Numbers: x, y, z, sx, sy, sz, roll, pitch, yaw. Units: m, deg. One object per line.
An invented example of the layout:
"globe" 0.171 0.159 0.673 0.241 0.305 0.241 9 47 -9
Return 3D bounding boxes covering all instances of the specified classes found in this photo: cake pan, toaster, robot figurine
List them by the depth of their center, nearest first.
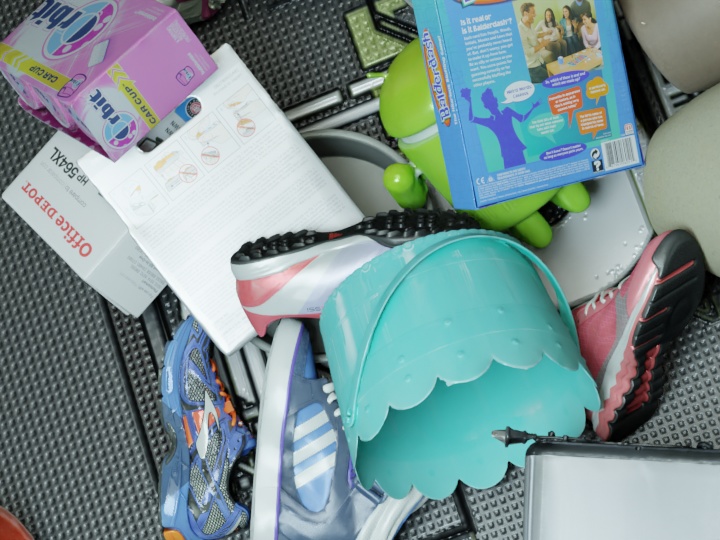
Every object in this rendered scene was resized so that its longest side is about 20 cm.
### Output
"toaster" 0.208 0.188 1.575 0.200 0.181 0.119 2 80 14
"robot figurine" 0.097 -0.111 1.679 0.175 0.116 0.200 -43 108 0
"cake pan" -0.029 -0.018 1.759 0.200 0.037 0.201 -3 77 14

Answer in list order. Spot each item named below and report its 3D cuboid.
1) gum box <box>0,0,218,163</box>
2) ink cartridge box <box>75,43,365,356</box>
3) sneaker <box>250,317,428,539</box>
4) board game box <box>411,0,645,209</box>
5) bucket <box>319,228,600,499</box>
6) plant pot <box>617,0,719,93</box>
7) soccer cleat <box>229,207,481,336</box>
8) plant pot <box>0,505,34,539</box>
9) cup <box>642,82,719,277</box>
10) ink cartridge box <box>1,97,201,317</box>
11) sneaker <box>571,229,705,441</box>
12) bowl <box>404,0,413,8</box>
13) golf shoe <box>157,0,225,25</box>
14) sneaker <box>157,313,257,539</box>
"gum box" -0.215 -0.170 1.696 0.113 0.066 0.200 -44 33 -12
"ink cartridge box" -0.107 -0.056 1.700 0.161 0.050 0.200 -39 92 -3
"sneaker" -0.010 0.143 1.693 0.146 0.081 0.200 6 82 -5
"board game box" 0.126 -0.160 1.601 0.152 0.045 0.200 -14 98 -21
"bucket" 0.071 0.071 1.616 0.207 0.207 0.135 -26 61 7
"plant pot" 0.303 -0.231 1.659 0.175 0.200 0.200 -33 71 22
"soccer cleat" 0.000 0.000 1.652 0.200 0.068 0.073 -11 108 6
"plant pot" -0.372 0.306 1.701 0.195 0.201 0.201 -17 74 19
"cup" 0.305 -0.071 1.622 0.143 0.200 0.201 0 76 39
"ink cartridge box" -0.184 -0.084 1.770 0.200 0.084 0.146 -49 52 -1
"sneaker" 0.199 0.041 1.626 0.087 0.074 0.200 41 133 30
"bowl" 0.082 -0.265 1.723 0.105 0.201 0.201 -48 70 20
"golf shoe" -0.194 -0.222 1.838 0.091 0.075 0.200 38 83 30
"sneaker" -0.124 0.129 1.740 0.078 0.075 0.200 -1 85 5
